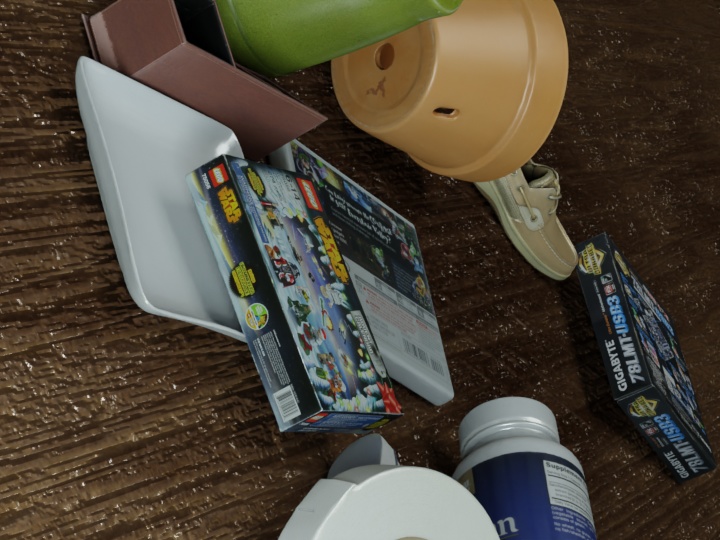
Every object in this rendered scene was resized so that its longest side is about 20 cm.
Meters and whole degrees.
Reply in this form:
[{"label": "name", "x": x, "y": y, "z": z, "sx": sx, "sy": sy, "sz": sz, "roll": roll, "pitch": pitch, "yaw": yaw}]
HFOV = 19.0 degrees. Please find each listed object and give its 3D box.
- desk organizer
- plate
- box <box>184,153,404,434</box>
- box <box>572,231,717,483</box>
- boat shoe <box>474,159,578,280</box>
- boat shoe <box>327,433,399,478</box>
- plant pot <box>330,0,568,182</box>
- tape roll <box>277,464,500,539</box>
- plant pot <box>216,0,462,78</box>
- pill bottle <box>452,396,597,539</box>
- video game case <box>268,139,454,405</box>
[{"label": "desk organizer", "x": -0.114, "y": -0.151, "z": 1.634, "sx": 0.200, "sy": 0.077, "sz": 0.072, "roll": 23, "pitch": 43, "yaw": -56}, {"label": "plate", "x": -0.128, "y": -0.036, "z": 1.533, "sx": 0.200, "sy": 0.032, "sz": 0.201, "roll": 22, "pitch": 44, "yaw": -56}, {"label": "box", "x": -0.046, "y": 0.019, "z": 1.553, "sx": 0.137, "sy": 0.040, "sz": 0.201, "roll": 10, "pitch": 56, "yaw": -64}, {"label": "box", "x": 0.295, "y": 0.091, "z": 2.228, "sx": 0.200, "sy": 0.049, "sz": 0.199, "roll": 47, "pitch": 23, "yaw": -49}, {"label": "boat shoe", "x": 0.169, "y": -0.074, "z": 2.156, "sx": 0.200, "sy": 0.064, "sz": 0.071, "roll": 51, "pitch": 25, "yaw": -25}, {"label": "boat shoe", "x": 0.008, "y": 0.197, "z": 1.512, "sx": 0.066, "sy": 0.072, "sz": 0.200, "roll": 49, "pitch": 19, "yaw": -22}, {"label": "plant pot", "x": 0.069, "y": -0.186, "z": 1.937, "sx": 0.140, "sy": 0.200, "sz": 0.201, "roll": 5, "pitch": 57, "yaw": -45}, {"label": "tape roll", "x": 0.019, "y": 0.227, "z": 1.407, "sx": 0.202, "sy": 0.037, "sz": 0.204, "roll": 1, "pitch": 89, "yaw": -42}, {"label": "plant pot", "x": -0.021, "y": -0.259, "z": 1.727, "sx": 0.200, "sy": 0.192, "sz": 0.202, "roll": -6, "pitch": 90, "yaw": -65}, {"label": "pill bottle", "x": 0.128, "y": 0.202, "z": 1.697, "sx": 0.111, "sy": 0.111, "sz": 0.201, "roll": 41, "pitch": 30, "yaw": -39}, {"label": "video game case", "x": 0.000, "y": 0.000, "z": 1.775, "sx": 0.200, "sy": 0.023, "sz": 0.183, "roll": 34, "pitch": 36, "yaw": -47}]
